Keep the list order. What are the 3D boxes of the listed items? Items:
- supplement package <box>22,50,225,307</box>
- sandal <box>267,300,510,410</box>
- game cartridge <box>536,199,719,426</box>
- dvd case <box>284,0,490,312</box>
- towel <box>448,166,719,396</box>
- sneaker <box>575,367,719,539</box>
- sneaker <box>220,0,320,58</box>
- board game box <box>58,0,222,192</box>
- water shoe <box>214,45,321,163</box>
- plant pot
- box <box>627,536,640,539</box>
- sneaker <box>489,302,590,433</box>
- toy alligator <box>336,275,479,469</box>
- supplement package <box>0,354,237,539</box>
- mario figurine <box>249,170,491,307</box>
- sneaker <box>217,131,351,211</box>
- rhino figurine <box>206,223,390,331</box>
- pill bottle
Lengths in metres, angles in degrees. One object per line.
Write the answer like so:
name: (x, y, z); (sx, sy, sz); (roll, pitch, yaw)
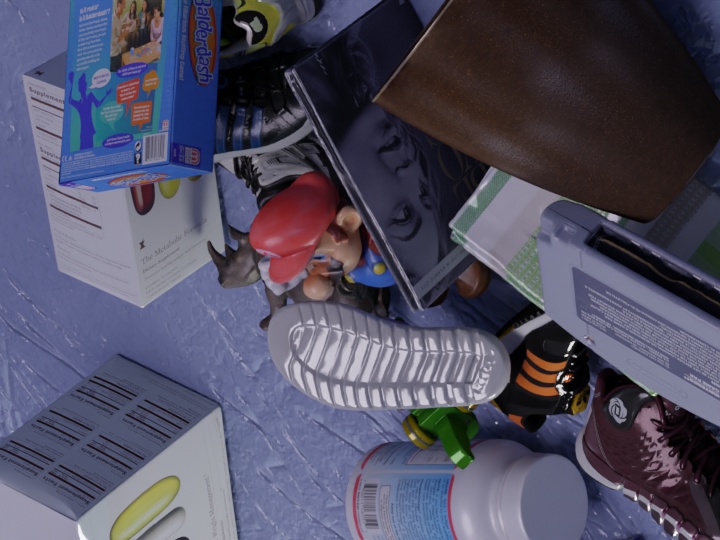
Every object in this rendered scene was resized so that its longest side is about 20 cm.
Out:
supplement package: (-0.202, -0.091, 1.910); (0.109, 0.114, 0.201); (22, 133, 34)
sandal: (0.023, 0.071, 1.731); (0.202, 0.050, 0.083); (10, 99, 21)
game cartridge: (0.209, 0.040, 1.501); (0.200, 0.041, 0.133); (31, 152, 26)
dvd case: (0.035, -0.090, 1.637); (0.016, 0.149, 0.200); (-16, 107, 42)
towel: (0.175, -0.025, 1.587); (0.200, 0.031, 0.149); (40, 110, 15)
sneaker: (0.247, 0.136, 1.664); (0.200, 0.076, 0.116); (27, 133, 30)
sneaker: (-0.122, -0.204, 1.768); (0.200, 0.076, 0.076); (-9, 115, 50)
board game box: (-0.171, -0.169, 1.732); (0.152, 0.045, 0.201); (-5, 79, 48)
water shoe: (-0.104, -0.131, 1.763); (0.200, 0.079, 0.072); (-22, 60, 33)
plant pot: (0.142, -0.129, 1.495); (0.200, 0.187, 0.187); (37, 142, -3)
box: (0.144, 0.329, 1.821); (0.184, 0.200, 0.105); (-25, 102, 52)
sneaker: (0.156, 0.065, 1.708); (0.090, 0.070, 0.200); (48, 149, 0)
toy alligator: (0.047, 0.078, 1.774); (0.059, 0.054, 0.200); (-43, 60, 18)
supplement package: (-0.241, 0.230, 2.141); (0.147, 0.200, 0.192); (22, 134, 33)
mario figurine: (0.000, 0.000, 1.702); (0.124, 0.199, 0.106); (-53, 41, 28)
sneaker: (-0.067, -0.082, 1.801); (0.200, 0.088, 0.076); (20, 134, 37)
rhino figurine: (-0.054, 0.009, 1.881); (0.200, 0.060, 0.088); (24, 115, 33)
pill bottle: (0.089, 0.195, 1.845); (0.200, 0.109, 0.109); (-5, 116, 48)
